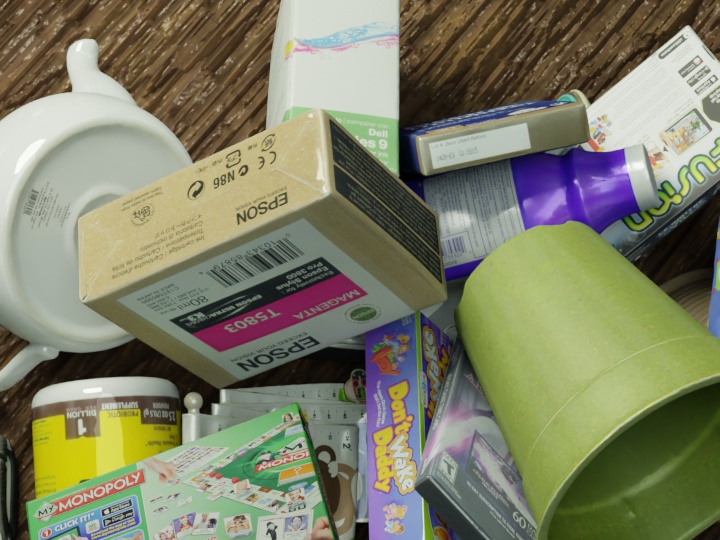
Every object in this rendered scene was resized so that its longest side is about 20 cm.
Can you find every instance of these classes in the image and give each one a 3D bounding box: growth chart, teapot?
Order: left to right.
[{"bbox_3d":[-0.221,-0.037,1.266,0.199,0.146,0.199,-32,119,-29],"label":"teapot"},{"bbox_3d":[-0.047,0.146,1.281,0.199,0.018,0.146,-6,82,-32],"label":"growth chart"}]

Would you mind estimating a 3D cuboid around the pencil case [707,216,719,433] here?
[{"bbox_3d":[0.289,0.034,1.241,0.077,0.087,0.202,11,79,-16],"label":"pencil case"}]

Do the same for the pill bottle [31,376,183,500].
[{"bbox_3d":[-0.178,0.182,1.246,0.108,0.109,0.202,-4,81,-7],"label":"pill bottle"}]

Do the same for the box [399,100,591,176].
[{"bbox_3d":[0.082,-0.099,1.277,0.120,0.200,0.033,-13,96,-8],"label":"box"}]

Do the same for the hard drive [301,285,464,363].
[{"bbox_3d":[0.000,0.000,1.322,0.198,0.038,0.141,5,69,-6],"label":"hard drive"}]

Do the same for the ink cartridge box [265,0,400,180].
[{"bbox_3d":[-0.022,-0.121,1.270,0.087,0.146,0.201,4,60,-8],"label":"ink cartridge box"}]

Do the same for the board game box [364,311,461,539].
[{"bbox_3d":[0.057,0.147,1.233,0.045,0.134,0.201,-19,54,26],"label":"board game box"}]

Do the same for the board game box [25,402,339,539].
[{"bbox_3d":[-0.117,0.174,1.135,0.199,0.029,0.135,-20,42,1],"label":"board game box"}]

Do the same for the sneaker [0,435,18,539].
[{"bbox_3d":[-0.309,0.222,1.252,0.114,0.076,0.202,-3,73,2],"label":"sneaker"}]

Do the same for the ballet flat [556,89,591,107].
[{"bbox_3d":[0.179,-0.039,1.354,0.069,0.069,0.202,4,82,-6],"label":"ballet flat"}]

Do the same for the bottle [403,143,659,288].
[{"bbox_3d":[0.115,-0.044,1.260,0.199,0.065,0.084,-16,74,14],"label":"bottle"}]

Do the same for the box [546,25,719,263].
[{"bbox_3d":[0.201,-0.075,1.292,0.200,0.035,0.110,-39,72,8],"label":"box"}]

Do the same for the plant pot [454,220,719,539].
[{"bbox_3d":[0.160,0.071,1.174,0.199,0.201,0.190,-25,53,-10],"label":"plant pot"}]

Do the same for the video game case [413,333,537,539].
[{"bbox_3d":[0.103,0.139,1.199,0.019,0.200,0.143,-36,105,26],"label":"video game case"}]

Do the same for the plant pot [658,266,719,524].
[{"bbox_3d":[0.291,0.092,1.324,0.199,0.093,0.202,1,80,-7],"label":"plant pot"}]

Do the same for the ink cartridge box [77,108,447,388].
[{"bbox_3d":[-0.065,-0.008,1.172,0.199,0.165,0.076,-23,54,23],"label":"ink cartridge box"}]
